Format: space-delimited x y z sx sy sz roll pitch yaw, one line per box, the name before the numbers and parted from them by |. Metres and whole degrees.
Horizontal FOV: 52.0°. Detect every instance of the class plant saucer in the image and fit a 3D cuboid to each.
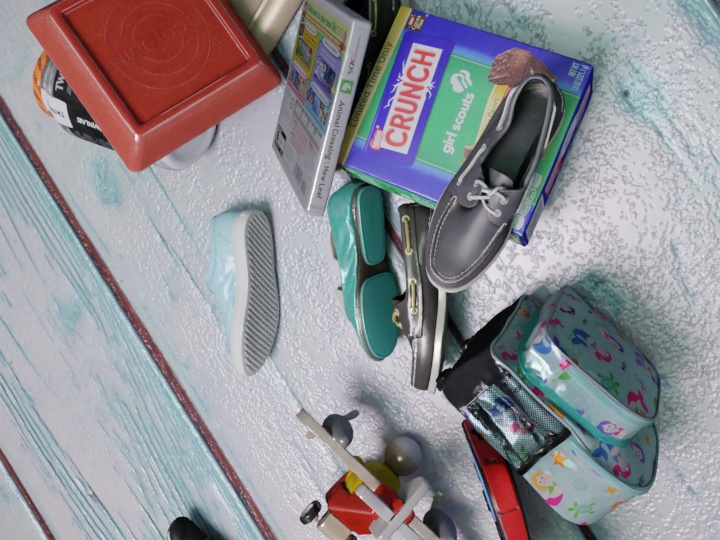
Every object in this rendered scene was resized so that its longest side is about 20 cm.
plant saucer | -0.214 -0.239 0.779 0.199 0.037 0.201 -36 91 -17

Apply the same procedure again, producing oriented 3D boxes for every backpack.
backpack | 0.197 0.126 0.702 0.201 0.177 0.150 50 121 2

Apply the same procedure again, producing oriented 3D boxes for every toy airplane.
toy airplane | 0.027 0.243 0.825 0.198 0.141 0.201 19 142 33

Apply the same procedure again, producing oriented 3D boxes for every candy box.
candy box | 0.099 -0.140 0.713 0.198 0.077 0.171 23 88 19

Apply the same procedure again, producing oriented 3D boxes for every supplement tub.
supplement tub | -0.280 -0.202 0.874 0.198 0.122 0.124 20 109 19

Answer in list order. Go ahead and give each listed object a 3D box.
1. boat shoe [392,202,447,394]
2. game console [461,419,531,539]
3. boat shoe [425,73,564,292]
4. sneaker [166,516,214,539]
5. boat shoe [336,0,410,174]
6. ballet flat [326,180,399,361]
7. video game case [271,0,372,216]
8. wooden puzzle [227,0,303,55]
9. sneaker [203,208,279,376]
boat shoe | 0.064 0.030 0.788 0.060 0.072 0.204 4 97 6
game console | 0.145 0.254 0.747 0.031 0.200 0.179 -14 96 3
boat shoe | 0.109 -0.076 0.629 0.072 0.063 0.201 30 93 16
sneaker | -0.179 0.409 1.006 0.087 0.076 0.201 -35 90 12
boat shoe | -0.013 -0.202 0.777 0.071 0.060 0.203 34 113 39
ballet flat | 0.000 0.000 0.833 0.070 0.067 0.203 4 104 48
video game case | -0.046 -0.177 0.747 0.022 0.200 0.184 7 115 -20
wooden puzzle | -0.131 -0.372 0.820 0.200 0.037 0.186 41 115 6
sneaker | -0.151 0.025 0.902 0.081 0.074 0.203 5 96 32
